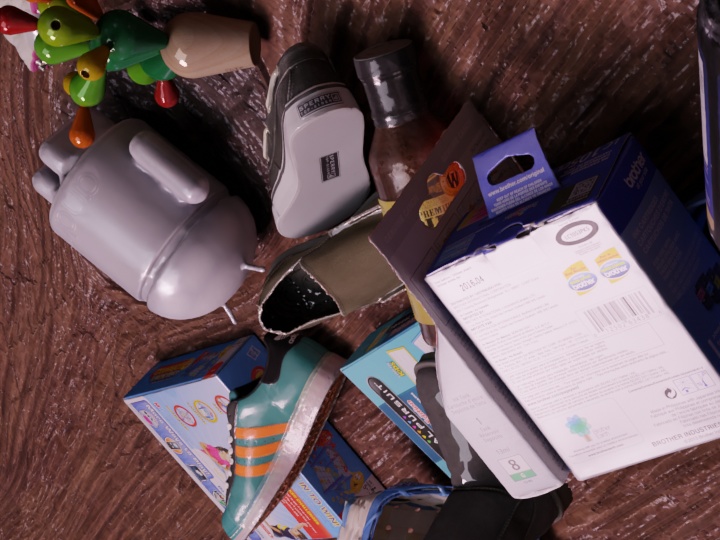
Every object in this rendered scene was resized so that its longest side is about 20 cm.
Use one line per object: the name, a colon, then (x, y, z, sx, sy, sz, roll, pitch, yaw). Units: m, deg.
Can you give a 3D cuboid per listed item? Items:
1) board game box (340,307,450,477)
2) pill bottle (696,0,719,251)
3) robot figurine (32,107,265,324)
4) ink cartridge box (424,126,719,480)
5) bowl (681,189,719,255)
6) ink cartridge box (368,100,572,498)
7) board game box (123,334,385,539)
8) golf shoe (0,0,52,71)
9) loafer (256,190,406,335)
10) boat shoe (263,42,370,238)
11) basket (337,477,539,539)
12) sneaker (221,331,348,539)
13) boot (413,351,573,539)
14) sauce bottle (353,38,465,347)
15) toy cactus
board game box: (0.090, 0.086, 1.250, 0.151, 0.047, 0.200, 45, 150, -6)
pill bottle: (0.220, -0.093, 0.811, 0.111, 0.112, 0.201, 21, 144, 31)
robot figurine: (-0.163, -0.040, 1.317, 0.200, 0.113, 0.170, 38, 148, 7)
ink cartridge box: (0.134, 0.013, 0.976, 0.136, 0.076, 0.200, -25, 112, 41)
bowl: (0.268, 0.022, 0.973, 0.200, 0.039, 0.201, 29, 148, 21)
ink cartridge box: (0.083, 0.018, 1.058, 0.050, 0.161, 0.200, -27, 109, 42)
board game box: (-0.101, 0.163, 1.558, 0.200, 0.056, 0.195, 51, 148, -15)
golf shoe: (-0.241, -0.225, 1.215, 0.091, 0.075, 0.200, 43, 149, 5)
loafer: (0.000, 0.000, 1.190, 0.200, 0.070, 0.075, -31, 106, 40)
boat shoe: (-0.033, -0.088, 1.164, 0.200, 0.070, 0.064, 101, 149, -64)
basket: (0.068, 0.242, 1.338, 0.176, 0.140, 0.200, 10, -177, -27)
sneaker: (-0.082, 0.138, 1.426, 0.080, 0.071, 0.201, 31, 112, 11)
boot: (0.057, 0.183, 1.165, 0.182, 0.200, 0.072, 50, 148, -15)
sauce bottle: (0.042, -0.049, 1.088, 0.065, 0.065, 0.201, 1, 117, 48)
toy cactus: (-0.153, -0.149, 1.164, 0.164, 0.103, 0.200, 1, 167, 13)
